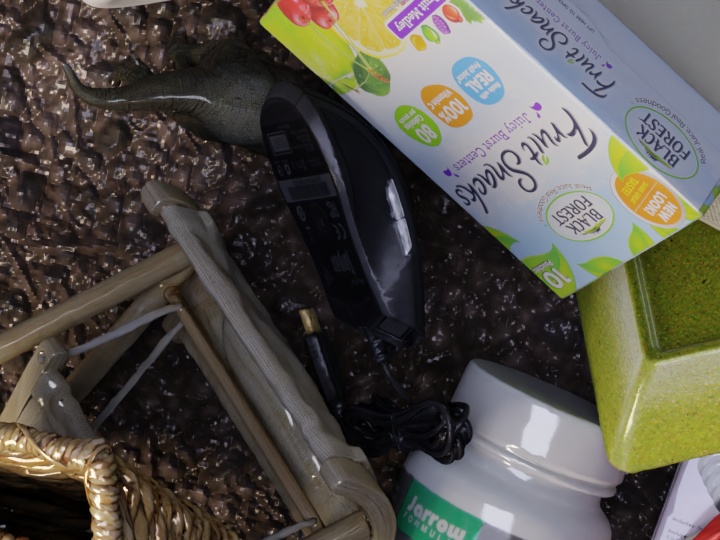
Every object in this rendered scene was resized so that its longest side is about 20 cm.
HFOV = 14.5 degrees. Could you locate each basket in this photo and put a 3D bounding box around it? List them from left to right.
[{"bbox_3d":[-0.179,0.146,1.262,0.200,0.149,0.143,9,75,25],"label":"basket"}]

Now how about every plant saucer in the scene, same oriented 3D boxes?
[{"bbox_3d":[0.198,-0.018,1.379,0.200,0.048,0.200,-14,58,9],"label":"plant saucer"}]

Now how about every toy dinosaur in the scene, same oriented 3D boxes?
[{"bbox_3d":[-0.060,-0.086,1.421,0.102,0.200,0.077,22,85,44],"label":"toy dinosaur"}]

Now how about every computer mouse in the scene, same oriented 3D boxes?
[{"bbox_3d":[0.000,0.000,1.394,0.046,0.140,0.200,-24,93,-22],"label":"computer mouse"}]

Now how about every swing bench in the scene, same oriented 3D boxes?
[{"bbox_3d":[-0.102,0.101,1.405,0.200,0.130,0.199,-37,59,6],"label":"swing bench"}]

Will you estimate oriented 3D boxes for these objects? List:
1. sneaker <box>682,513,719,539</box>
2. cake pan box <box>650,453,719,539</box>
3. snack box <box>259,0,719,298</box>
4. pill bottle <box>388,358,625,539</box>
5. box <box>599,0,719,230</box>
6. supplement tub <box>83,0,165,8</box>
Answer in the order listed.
[{"bbox_3d":[0.208,0.128,1.368,0.077,0.085,0.200,40,98,4],"label":"sneaker"},{"bbox_3d":[0.266,0.093,1.425,0.200,0.052,0.184,18,97,7],"label":"cake pan box"},{"bbox_3d":[0.063,-0.087,1.295,0.200,0.142,0.053,42,64,-7],"label":"snack box"},{"bbox_3d":[0.058,0.154,1.426,0.113,0.113,0.200,24,96,6],"label":"pill bottle"},{"bbox_3d":[0.174,-0.074,1.335,0.200,0.095,0.078,31,72,28],"label":"box"},{"bbox_3d":[-0.094,-0.243,1.410,0.145,0.145,0.200,-13,91,9],"label":"supplement tub"}]
